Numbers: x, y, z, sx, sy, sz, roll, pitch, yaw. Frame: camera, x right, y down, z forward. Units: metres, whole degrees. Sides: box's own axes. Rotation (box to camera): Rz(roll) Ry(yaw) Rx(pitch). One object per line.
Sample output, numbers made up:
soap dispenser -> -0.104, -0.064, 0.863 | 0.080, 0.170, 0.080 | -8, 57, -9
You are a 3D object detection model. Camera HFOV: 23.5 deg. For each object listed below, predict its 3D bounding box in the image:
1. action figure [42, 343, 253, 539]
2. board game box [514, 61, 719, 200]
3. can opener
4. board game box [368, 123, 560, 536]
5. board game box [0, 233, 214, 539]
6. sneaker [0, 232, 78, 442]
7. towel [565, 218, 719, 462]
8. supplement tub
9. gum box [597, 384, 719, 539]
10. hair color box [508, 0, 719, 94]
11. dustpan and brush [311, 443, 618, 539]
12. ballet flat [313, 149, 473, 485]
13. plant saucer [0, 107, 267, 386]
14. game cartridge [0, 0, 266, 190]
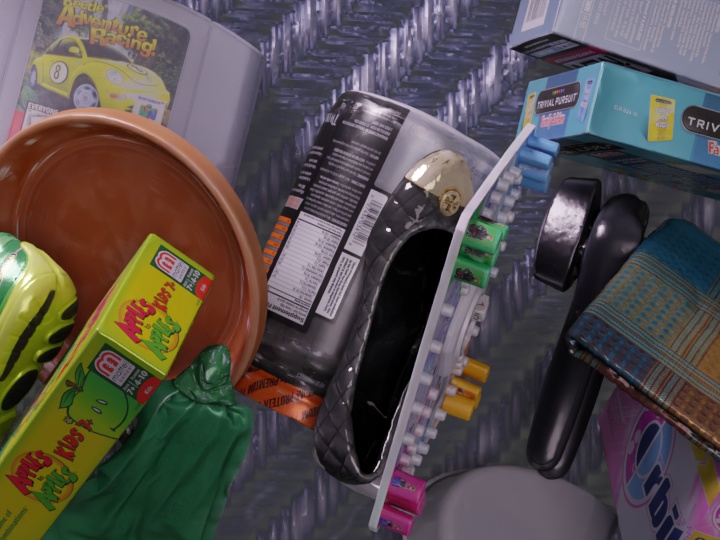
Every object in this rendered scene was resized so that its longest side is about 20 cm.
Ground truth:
action figure -> -0.116, 0.118, 1.046 | 0.117, 0.055, 0.201 | 18, 129, -14
board game box -> 0.216, -0.081, 1.108 | 0.198, 0.151, 0.047 | 14, 89, -12
can opener -> 0.149, 0.040, 1.146 | 0.078, 0.063, 0.202 | 8, 80, 32
board game box -> 0.065, 0.032, 1.031 | 0.026, 0.200, 0.202 | 20, 114, 9
board game box -> -0.165, 0.082, 1.013 | 0.047, 0.102, 0.200 | 34, 123, -9
sneaker -> -0.249, 0.062, 1.060 | 0.200, 0.074, 0.084 | -50, 61, 13
towel -> 0.214, 0.044, 1.054 | 0.146, 0.200, 0.022 | 37, 125, 10
supplement tub -> 0.000, 0.000, 1.083 | 0.122, 0.122, 0.201 | 25, 88, -11
gum box -> 0.212, 0.116, 1.086 | 0.066, 0.201, 0.114 | 16, 122, -12
hair color box -> 0.208, -0.147, 1.130 | 0.198, 0.099, 0.061 | 16, 89, -11
dustpan and brush -> 0.058, 0.164, 1.128 | 0.199, 0.057, 0.140 | 36, 55, -10
ballet flat -> 0.028, 0.029, 1.000 | 0.066, 0.057, 0.202 | 18, 91, -31
plant saucer -> -0.145, -0.003, 1.049 | 0.198, 0.032, 0.202 | 10, 117, 21
game cartridge -> -0.165, -0.115, 1.091 | 0.198, 0.041, 0.134 | 14, 86, -12
